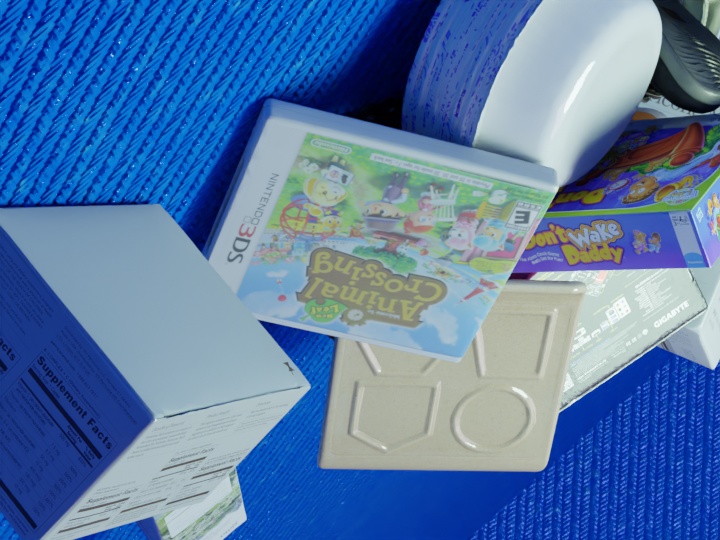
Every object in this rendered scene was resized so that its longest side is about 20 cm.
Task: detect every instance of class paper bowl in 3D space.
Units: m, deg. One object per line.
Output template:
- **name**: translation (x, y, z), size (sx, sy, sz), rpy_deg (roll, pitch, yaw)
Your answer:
- **paper bowl**: translation (0.124, -0.137, 1.450), size (0.201, 0.104, 0.201), rpy_deg (-44, 155, -27)

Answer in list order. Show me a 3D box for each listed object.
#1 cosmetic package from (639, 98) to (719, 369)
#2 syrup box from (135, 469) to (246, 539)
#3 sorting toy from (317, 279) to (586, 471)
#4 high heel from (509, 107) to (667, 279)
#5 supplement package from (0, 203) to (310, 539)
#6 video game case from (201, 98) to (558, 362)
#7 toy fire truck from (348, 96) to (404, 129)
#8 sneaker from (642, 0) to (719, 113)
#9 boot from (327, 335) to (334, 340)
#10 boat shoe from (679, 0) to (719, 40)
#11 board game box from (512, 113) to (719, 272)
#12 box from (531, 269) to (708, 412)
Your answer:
- **cosmetic package**: translation (0.268, -0.047, 1.903), size (0.201, 0.164, 0.165), rpy_deg (-66, 162, -7)
- **syrup box**: translation (-0.148, 0.172, 1.751), size (0.079, 0.082, 0.200), rpy_deg (-37, 165, -12)
- **sorting toy**: translation (0.066, 0.077, 1.661), size (0.183, 0.037, 0.201), rpy_deg (2, 129, -10)
- **high heel**: translation (0.162, -0.050, 1.673), size (0.200, 0.067, 0.096), rpy_deg (-36, 142, -30)
- **supplement package**: translation (-0.150, 0.054, 1.259), size (0.111, 0.156, 0.200), rpy_deg (-46, 165, 18)
- **video game case**: translation (0.005, -0.021, 1.432), size (0.198, 0.022, 0.183), rpy_deg (12, 135, -15)
- **toy fire truck**: translation (-0.004, -0.056, 1.543), size (0.200, 0.049, 0.141), rpy_deg (-24, 158, -52)
- **sneaker**: translation (0.201, -0.138, 1.574), size (0.074, 0.200, 0.107), rpy_deg (21, 114, -23)
- **boot**: translation (0.000, 0.000, 1.704), size (0.108, 0.075, 0.200), rpy_deg (-61, 160, -5)
- **boat shoe**: translation (0.258, -0.238, 1.605), size (0.061, 0.072, 0.201), rpy_deg (-1, 122, -15)
- **board game box**: translation (0.178, -0.053, 1.505), size (0.199, 0.045, 0.134), rpy_deg (-2, -149, 40)
- **box**: translation (0.161, 0.015, 1.734), size (0.199, 0.160, 0.049), rpy_deg (-34, -159, -10)
